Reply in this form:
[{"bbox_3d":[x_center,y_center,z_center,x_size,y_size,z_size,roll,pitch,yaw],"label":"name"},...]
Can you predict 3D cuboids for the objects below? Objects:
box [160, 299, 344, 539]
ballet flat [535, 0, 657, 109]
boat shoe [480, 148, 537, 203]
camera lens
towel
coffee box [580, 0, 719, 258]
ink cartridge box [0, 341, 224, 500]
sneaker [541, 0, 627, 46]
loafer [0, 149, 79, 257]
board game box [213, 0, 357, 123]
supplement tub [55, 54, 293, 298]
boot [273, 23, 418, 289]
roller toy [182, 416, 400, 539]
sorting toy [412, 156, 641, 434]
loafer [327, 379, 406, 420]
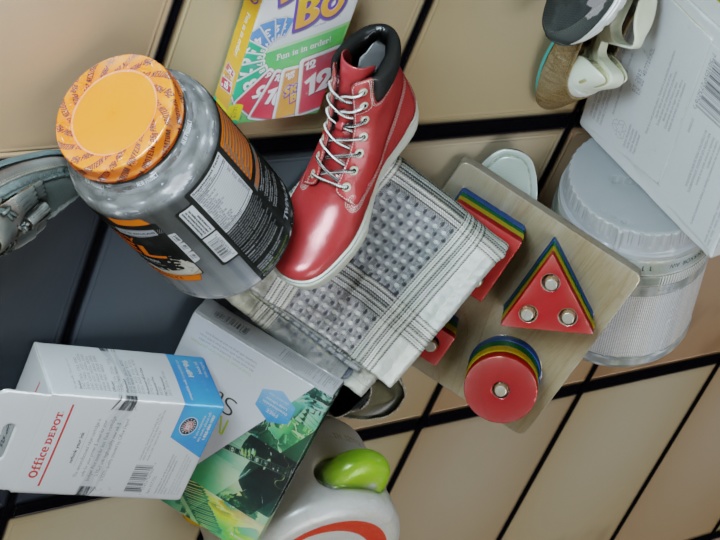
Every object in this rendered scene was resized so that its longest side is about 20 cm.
[{"bbox_3d":[-0.117,0.141,1.626,0.201,0.144,0.036,-63,172,31],"label":"box"},{"bbox_3d":[0.217,-0.208,1.607,0.068,0.072,0.201,-6,134,-40],"label":"ballet flat"},{"bbox_3d":[0.119,-0.030,1.732,0.060,0.075,0.201,-58,170,-65],"label":"boat shoe"},{"bbox_3d":[0.259,-0.017,1.790,0.159,0.160,0.201,-23,143,-24],"label":"camera lens"},{"bbox_3d":[0.000,0.000,1.593,0.192,0.035,0.200,37,103,-25],"label":"towel"},{"bbox_3d":[0.355,-0.171,1.670,0.197,0.200,0.200,-18,141,-31],"label":"coffee box"},{"bbox_3d":[-0.231,0.127,1.540,0.199,0.068,0.116,7,125,-31],"label":"ink cartridge box"},{"bbox_3d":[0.190,-0.282,1.508,0.084,0.074,0.201,7,116,-41],"label":"sneaker"},{"bbox_3d":[-0.286,-0.022,1.338,0.199,0.063,0.072,-26,144,-21],"label":"loafer"},{"bbox_3d":[-0.047,-0.202,1.401,0.095,0.030,0.201,-11,135,-37],"label":"board game box"},{"bbox_3d":[-0.140,-0.070,1.373,0.122,0.123,0.200,-40,146,0],"label":"supplement tub"},{"bbox_3d":[-0.021,-0.093,1.447,0.201,0.072,0.144,-62,163,-18],"label":"boot"},{"bbox_3d":[-0.067,0.235,1.784,0.199,0.140,0.183,-22,142,-8],"label":"roller toy"},{"bbox_3d":[0.122,0.035,1.686,0.200,0.198,0.070,-56,-175,22],"label":"sorting toy"},{"bbox_3d":[-0.017,0.117,1.757,0.075,0.070,0.200,-50,145,15],"label":"loafer"}]
